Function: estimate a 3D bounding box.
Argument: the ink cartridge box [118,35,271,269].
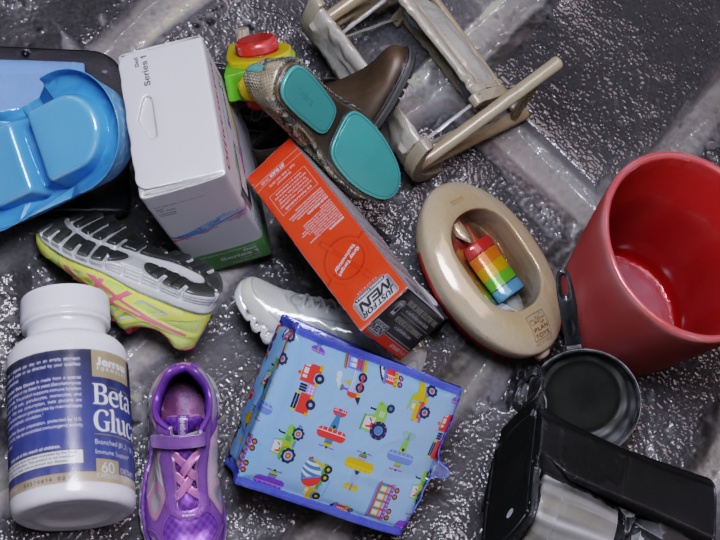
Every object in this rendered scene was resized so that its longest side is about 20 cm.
[{"bbox_3d":[-0.153,-0.105,1.486,0.083,0.200,0.147,-14,69,4],"label":"ink cartridge box"}]

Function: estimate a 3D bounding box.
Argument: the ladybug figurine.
[{"bbox_3d":[0.123,0.008,1.595,0.135,0.072,0.201,-26,81,-36],"label":"ladybug figurine"}]

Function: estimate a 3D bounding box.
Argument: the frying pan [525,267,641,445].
[{"bbox_3d":[0.200,0.099,1.561,0.114,0.031,0.191,-31,102,13],"label":"frying pan"}]

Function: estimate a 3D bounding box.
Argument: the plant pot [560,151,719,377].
[{"bbox_3d":[0.292,0.011,1.590,0.198,0.178,0.203,8,63,-17],"label":"plant pot"}]

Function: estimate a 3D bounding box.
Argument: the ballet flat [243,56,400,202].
[{"bbox_3d":[-0.038,-0.135,1.472,0.200,0.075,0.068,41,72,-42],"label":"ballet flat"}]

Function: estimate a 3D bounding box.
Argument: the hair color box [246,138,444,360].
[{"bbox_3d":[-0.015,-0.020,1.461,0.061,0.101,0.200,-41,60,5],"label":"hair color box"}]

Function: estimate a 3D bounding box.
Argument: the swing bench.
[{"bbox_3d":[0.065,-0.218,1.658,0.199,0.130,0.200,-32,79,-21],"label":"swing bench"}]

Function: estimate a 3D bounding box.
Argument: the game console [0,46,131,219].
[{"bbox_3d":[-0.326,-0.136,1.550,0.197,0.031,0.179,0,66,-17],"label":"game console"}]

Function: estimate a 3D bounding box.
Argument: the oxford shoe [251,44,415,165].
[{"bbox_3d":[-0.029,-0.156,1.538,0.084,0.200,0.073,38,26,-27],"label":"oxford shoe"}]

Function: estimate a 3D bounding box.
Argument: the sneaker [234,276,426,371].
[{"bbox_3d":[-0.027,0.055,1.518,0.199,0.081,0.075,30,26,-6],"label":"sneaker"}]

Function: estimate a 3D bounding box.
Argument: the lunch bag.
[{"bbox_3d":[-0.005,0.150,1.460,0.198,0.094,0.152,22,91,-12],"label":"lunch bag"}]

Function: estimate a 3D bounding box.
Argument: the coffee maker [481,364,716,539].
[{"bbox_3d":[0.231,0.211,1.497,0.198,0.135,0.194,22,75,-14],"label":"coffee maker"}]

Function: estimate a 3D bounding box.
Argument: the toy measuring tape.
[{"bbox_3d":[-0.093,-0.205,1.544,0.073,0.074,0.200,18,21,-9],"label":"toy measuring tape"}]

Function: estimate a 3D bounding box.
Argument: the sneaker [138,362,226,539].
[{"bbox_3d":[-0.160,0.170,1.426,0.079,0.089,0.203,0,66,-9],"label":"sneaker"}]

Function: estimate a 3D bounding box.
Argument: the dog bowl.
[{"bbox_3d":[-0.292,-0.108,1.453,0.049,0.198,0.113,-7,76,-68],"label":"dog bowl"}]

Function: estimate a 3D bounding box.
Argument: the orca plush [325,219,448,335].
[{"bbox_3d":[0.000,0.000,1.587,0.200,0.071,0.105,42,17,0],"label":"orca plush"}]

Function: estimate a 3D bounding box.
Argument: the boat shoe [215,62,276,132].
[{"bbox_3d":[-0.099,-0.174,1.621,0.198,0.062,0.075,19,64,-7],"label":"boat shoe"}]

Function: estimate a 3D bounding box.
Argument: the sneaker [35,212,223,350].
[{"bbox_3d":[-0.226,0.015,1.489,0.198,0.091,0.078,26,33,19],"label":"sneaker"}]

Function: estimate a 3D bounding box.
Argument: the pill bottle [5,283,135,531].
[{"bbox_3d":[-0.259,0.120,1.407,0.110,0.111,0.203,0,66,-17],"label":"pill bottle"}]
